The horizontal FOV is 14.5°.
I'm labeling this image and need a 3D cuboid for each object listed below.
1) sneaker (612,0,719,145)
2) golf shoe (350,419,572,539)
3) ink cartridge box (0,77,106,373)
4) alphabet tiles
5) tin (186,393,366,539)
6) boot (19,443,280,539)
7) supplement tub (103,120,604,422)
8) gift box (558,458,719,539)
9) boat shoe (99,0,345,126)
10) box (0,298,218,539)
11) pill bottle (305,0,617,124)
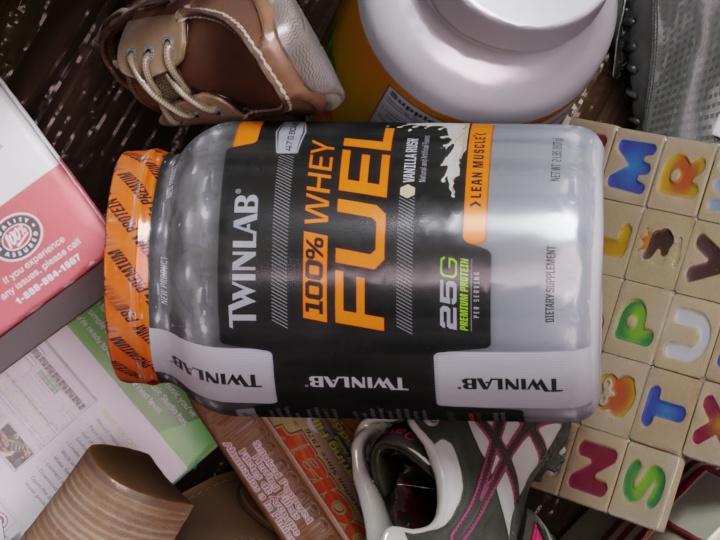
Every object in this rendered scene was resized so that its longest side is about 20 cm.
[{"bbox_3d":[0.147,-0.095,1.315,0.090,0.066,0.201,24,97,8],"label":"sneaker"},{"bbox_3d":[0.042,0.072,1.215,0.077,0.201,0.088,-29,127,29],"label":"golf shoe"},{"bbox_3d":[-0.216,-0.040,1.215,0.147,0.083,0.200,-36,83,-8],"label":"ink cartridge box"},{"bbox_3d":[0.112,0.020,1.248,0.006,0.200,0.167,18,89,-37],"label":"alphabet tiles"},{"bbox_3d":[-0.009,0.080,1.257,0.042,0.112,0.200,-37,83,29],"label":"tin"},{"bbox_3d":[-0.086,0.166,1.271,0.199,0.074,0.155,21,108,-34],"label":"boot"},{"bbox_3d":[0.000,0.000,1.157,0.199,0.123,0.123,0,91,5],"label":"supplement tub"},{"bbox_3d":[0.150,0.179,1.257,0.187,0.184,0.200,-44,106,-6],"label":"gift box"},{"bbox_3d":[-0.063,-0.089,1.204,0.072,0.200,0.076,-34,105,-10],"label":"boat shoe"},{"bbox_3d":[-0.164,0.072,1.272,0.200,0.036,0.145,-40,98,-6],"label":"box"},{"bbox_3d":[0.046,-0.103,1.213,0.110,0.200,0.112,4,71,-11],"label":"pill bottle"}]
